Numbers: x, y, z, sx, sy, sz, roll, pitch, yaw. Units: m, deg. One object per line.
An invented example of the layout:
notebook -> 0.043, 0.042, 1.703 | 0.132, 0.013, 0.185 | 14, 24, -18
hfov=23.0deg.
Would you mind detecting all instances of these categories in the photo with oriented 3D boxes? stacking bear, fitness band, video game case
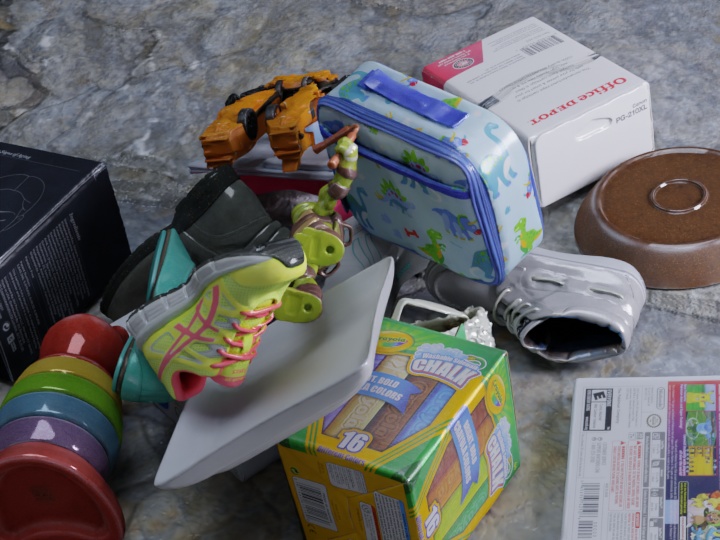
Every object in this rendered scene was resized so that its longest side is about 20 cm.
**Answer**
stacking bear -> -0.245, 0.120, 1.475 | 0.120, 0.115, 0.201 | -4, 40, 10
fitness band -> -0.087, -0.058, 1.711 | 0.143, 0.038, 0.199 | -32, 28, -26
video game case -> 0.251, 0.155, 1.379 | 0.180, 0.023, 0.201 | -2, 37, 13

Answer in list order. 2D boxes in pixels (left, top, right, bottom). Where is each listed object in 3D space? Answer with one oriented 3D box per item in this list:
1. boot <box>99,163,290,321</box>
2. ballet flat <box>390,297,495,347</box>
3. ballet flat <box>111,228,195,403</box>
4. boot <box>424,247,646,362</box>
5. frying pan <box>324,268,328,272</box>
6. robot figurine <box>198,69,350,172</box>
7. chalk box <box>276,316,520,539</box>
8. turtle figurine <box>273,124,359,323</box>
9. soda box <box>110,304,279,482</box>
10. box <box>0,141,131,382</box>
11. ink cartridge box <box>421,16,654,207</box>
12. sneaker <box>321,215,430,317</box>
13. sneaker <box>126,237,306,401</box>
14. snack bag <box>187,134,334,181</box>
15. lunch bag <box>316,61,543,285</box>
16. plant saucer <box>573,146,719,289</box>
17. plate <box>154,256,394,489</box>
boot -> -0.141, 0.012, 1.616 | 0.131, 0.200, 0.068 | 47, 21, 6
ballet flat -> 0.021, 0.055, 1.494 | 0.197, 0.072, 0.072 | -1, 34, -17
ballet flat -> -0.159, 0.043, 1.509 | 0.070, 0.068, 0.201 | 15, 39, -4
boot -> 0.143, 0.028, 1.528 | 0.197, 0.074, 0.096 | 3, 32, 17
frying pan -> 0.020, -0.031, 1.682 | 0.188, 0.031, 0.115 | 14, 44, 35
robot figurine -> -0.076, -0.146, 1.712 | 0.143, 0.059, 0.200 | -4, 19, 19
chalk box -> 0.046, 0.127, 1.386 | 0.123, 0.125, 0.200 | 15, 45, 32
turtle figurine -> -0.045, -0.015, 1.453 | 0.064, 0.201, 0.162 | 32, 19, -13
soda box -> -0.135, 0.097, 1.526 | 0.068, 0.064, 0.199 | -31, 41, -24
box -> -0.360, -0.018, 1.687 | 0.198, 0.125, 0.197 | 12, 44, 30
ink cartridge box -> 0.176, -0.160, 1.755 | 0.144, 0.085, 0.200 | -26, 37, -18
sneaker -> 0.000, 0.000, 1.606 | 0.080, 0.071, 0.200 | 18, 44, 27
sneaker -> -0.099, 0.040, 1.365 | 0.078, 0.091, 0.199 | -14, -14, -43
snack bag -> -0.044, -0.127, 1.767 | 0.198, 0.022, 0.188 | 5, 22, 35
lunch bag -> 0.056, -0.086, 1.512 | 0.199, 0.162, 0.082 | 28, 59, 37
plant saucer -> 0.295, -0.058, 1.635 | 0.198, 0.035, 0.201 | -8, 36, 6
plate -> -0.058, 0.084, 1.368 | 0.199, 0.032, 0.200 | -30, 18, 18
